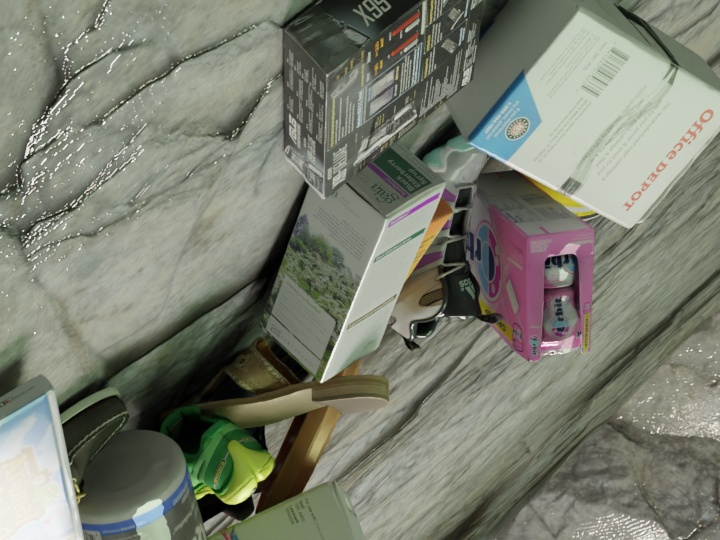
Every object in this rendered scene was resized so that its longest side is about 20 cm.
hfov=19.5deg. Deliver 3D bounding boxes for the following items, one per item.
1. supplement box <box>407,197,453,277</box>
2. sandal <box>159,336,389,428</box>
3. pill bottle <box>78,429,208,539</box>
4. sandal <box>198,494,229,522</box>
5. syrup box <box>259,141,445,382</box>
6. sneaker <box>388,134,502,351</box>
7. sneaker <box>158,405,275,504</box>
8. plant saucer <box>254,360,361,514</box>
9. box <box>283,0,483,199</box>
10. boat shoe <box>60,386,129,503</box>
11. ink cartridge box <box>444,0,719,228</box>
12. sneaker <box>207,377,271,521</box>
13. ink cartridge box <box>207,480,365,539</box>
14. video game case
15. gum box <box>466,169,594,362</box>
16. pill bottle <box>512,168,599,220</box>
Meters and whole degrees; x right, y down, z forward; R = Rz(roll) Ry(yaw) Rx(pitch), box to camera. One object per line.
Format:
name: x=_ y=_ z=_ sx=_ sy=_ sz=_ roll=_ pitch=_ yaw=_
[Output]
supplement box: x=0.000 y=0.000 z=1.824 sx=0.066 sy=0.069 sz=0.200 roll=-24 pitch=157 yaw=-45
sandal: x=-0.073 y=0.091 z=1.815 sx=0.210 sy=0.070 sz=0.078 roll=-8 pitch=161 yaw=22
pill bottle: x=-0.179 y=0.244 z=1.746 sx=0.113 sy=0.113 sz=0.201 roll=-34 pitch=126 yaw=-32
sandal: x=-0.202 y=0.264 z=1.944 sx=0.199 sy=0.045 sz=0.075 roll=-29 pitch=166 yaw=19
syrup box: x=-0.008 y=-0.012 z=1.711 sx=0.081 sy=0.079 sz=0.201 roll=-30 pitch=152 yaw=-42
sneaker: x=0.084 y=-0.014 z=1.851 sx=0.077 sy=0.140 sz=0.201 roll=-16 pitch=148 yaw=-50
sneaker: x=-0.140 y=0.151 z=1.796 sx=0.074 sy=0.084 sz=0.199 roll=-43 pitch=-165 yaw=-27
plant saucer: x=-0.044 y=0.145 z=1.984 sx=0.200 sy=0.032 sz=0.202 roll=-154 pitch=-90 yaw=-87
box: x=0.018 y=-0.153 z=1.507 sx=0.157 sy=0.050 sz=0.200 roll=-39 pitch=163 yaw=-16
boat shoe: x=-0.253 y=0.175 z=1.646 sx=0.201 sy=0.061 sz=0.072 roll=-42 pitch=164 yaw=-9
ink cartridge box: x=0.188 y=-0.142 z=1.725 sx=0.199 sy=0.084 sz=0.145 roll=25 pitch=115 yaw=-35
sneaker: x=-0.104 y=0.156 z=1.928 sx=0.070 sy=0.082 sz=0.201 roll=-32 pitch=160 yaw=-31
ink cartridge box: x=-0.092 y=0.274 z=1.908 sx=0.199 sy=0.085 sz=0.145 roll=-25 pitch=168 yaw=0
video game case: x=-0.291 y=0.187 z=1.533 sx=0.181 sy=0.022 sz=0.201 roll=-31 pitch=145 yaw=-24
gum box: x=0.145 y=-0.006 z=1.876 sx=0.065 sy=0.200 sz=0.115 roll=-7 pitch=110 yaw=-16
pill bottle: x=0.202 y=-0.133 z=1.902 sx=0.112 sy=0.112 sz=0.200 roll=-39 pitch=164 yaw=-18
